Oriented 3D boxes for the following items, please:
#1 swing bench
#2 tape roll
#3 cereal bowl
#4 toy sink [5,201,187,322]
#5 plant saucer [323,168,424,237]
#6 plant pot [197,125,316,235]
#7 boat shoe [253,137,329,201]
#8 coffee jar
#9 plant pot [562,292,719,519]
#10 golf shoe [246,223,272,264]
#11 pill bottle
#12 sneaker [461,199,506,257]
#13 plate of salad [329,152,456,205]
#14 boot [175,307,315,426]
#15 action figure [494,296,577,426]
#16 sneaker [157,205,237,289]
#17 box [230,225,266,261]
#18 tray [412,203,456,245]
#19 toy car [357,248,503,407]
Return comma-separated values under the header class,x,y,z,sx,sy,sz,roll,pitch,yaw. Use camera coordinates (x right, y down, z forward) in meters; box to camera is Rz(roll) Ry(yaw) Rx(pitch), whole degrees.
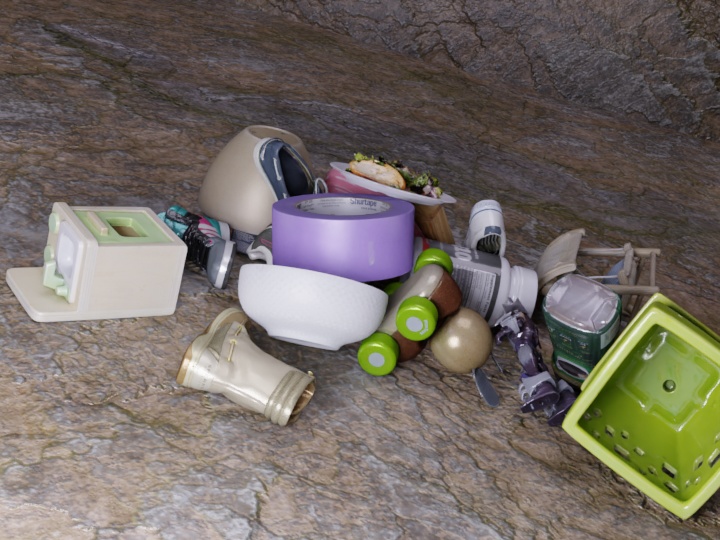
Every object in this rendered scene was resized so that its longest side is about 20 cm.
class,x,y,z,sx,sy,sz,roll,pitch,yaw
swing bench,0.381,0.022,1.892,0.198,0.131,0.199,18,23,8
tape roll,-0.024,-0.049,1.581,0.197,0.086,0.200,1,15,0
cereal bowl,-0.067,0.053,1.491,0.197,0.084,0.200,12,-8,2
toy sink,-0.351,-0.016,1.517,0.198,0.113,0.130,-2,27,-36
plant saucer,0.014,-0.082,1.855,0.200,0.051,0.201,36,-15,11
plant pot,-0.152,-0.155,1.843,0.198,0.136,0.201,14,21,-5
boat shoe,-0.089,-0.120,1.752,0.075,0.201,0.062,-43,33,-24
coffee jar,0.315,0.097,1.601,0.104,0.201,0.086,26,65,28
plant pot,0.394,0.157,1.458,0.198,0.201,0.181,36,18,5
golf shoe,-0.088,0.009,1.711,0.088,0.077,0.200,-35,59,-13
pill bottle,0.164,0.024,1.763,0.197,0.115,0.114,13,22,-7
sneaker,0.197,-0.024,1.845,0.072,0.201,0.071,-3,53,4
plate of salad,0.051,-0.140,1.705,0.198,0.049,0.200,15,10,-3
boot,-0.126,0.118,1.408,0.154,0.074,0.200,23,14,4
action figure,0.233,0.121,1.589,0.130,0.069,0.201,45,17,-37
sneaker,-0.248,-0.038,1.673,0.119,0.085,0.200,14,14,-16
box,-0.113,-0.046,1.843,0.198,0.040,0.137,20,21,9
tray,0.103,-0.062,1.862,0.098,0.037,0.200,32,-15,28
toy car,0.118,0.101,1.578,0.200,0.158,0.165,40,31,-9
